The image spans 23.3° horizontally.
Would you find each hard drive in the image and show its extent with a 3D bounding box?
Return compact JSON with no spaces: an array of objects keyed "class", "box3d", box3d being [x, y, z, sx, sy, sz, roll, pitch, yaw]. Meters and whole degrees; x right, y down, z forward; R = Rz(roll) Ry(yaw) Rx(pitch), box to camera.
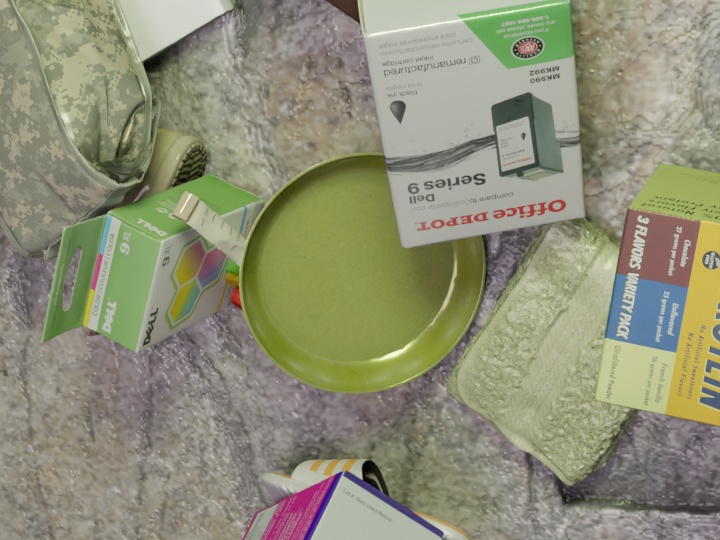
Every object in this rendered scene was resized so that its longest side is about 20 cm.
[{"class":"hard drive","box3d":[-0.204,-0.274,1.435,0.132,0.026,0.200,-26,96,29]}]

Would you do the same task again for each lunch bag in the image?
[{"class":"lunch bag","box3d":[-0.250,-0.123,1.419,0.164,0.117,0.200,-31,78,47]}]

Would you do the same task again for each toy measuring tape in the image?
[{"class":"toy measuring tape","box3d":[-0.098,-0.011,1.414,0.073,0.074,0.200,-21,141,28]}]

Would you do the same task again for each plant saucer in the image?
[{"class":"plant saucer","box3d":[0.000,0.000,1.389,0.199,0.031,0.201,-4,108,-12]}]

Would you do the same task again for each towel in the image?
[{"class":"towel","box3d":[0.166,0.063,1.380,0.148,0.036,0.200,34,117,9]}]

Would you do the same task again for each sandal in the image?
[{"class":"sandal","box3d":[0.013,0.197,1.477,0.206,0.059,0.079,11,147,31]}]

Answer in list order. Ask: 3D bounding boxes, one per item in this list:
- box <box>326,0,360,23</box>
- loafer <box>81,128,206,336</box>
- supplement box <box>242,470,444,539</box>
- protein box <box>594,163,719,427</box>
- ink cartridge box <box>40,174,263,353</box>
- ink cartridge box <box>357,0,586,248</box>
[{"class":"box","box3d":[0.032,-0.228,1.265,0.200,0.075,0.100,30,123,-27]},{"class":"loafer","box3d":[-0.198,-0.037,1.490,0.068,0.076,0.200,33,106,18]},{"class":"supplement box","box3d":[-0.032,0.247,1.432,0.101,0.103,0.200,33,154,-11]},{"class":"protein box","box3d":[0.280,0.021,1.202,0.198,0.200,0.135,11,104,13]},{"class":"ink cartridge box","box3d":[-0.165,-0.002,1.409,0.059,0.200,0.104,27,116,21]},{"class":"ink cartridge box","box3d":[0.083,-0.123,1.260,0.146,0.084,0.200,-10,133,3]}]
